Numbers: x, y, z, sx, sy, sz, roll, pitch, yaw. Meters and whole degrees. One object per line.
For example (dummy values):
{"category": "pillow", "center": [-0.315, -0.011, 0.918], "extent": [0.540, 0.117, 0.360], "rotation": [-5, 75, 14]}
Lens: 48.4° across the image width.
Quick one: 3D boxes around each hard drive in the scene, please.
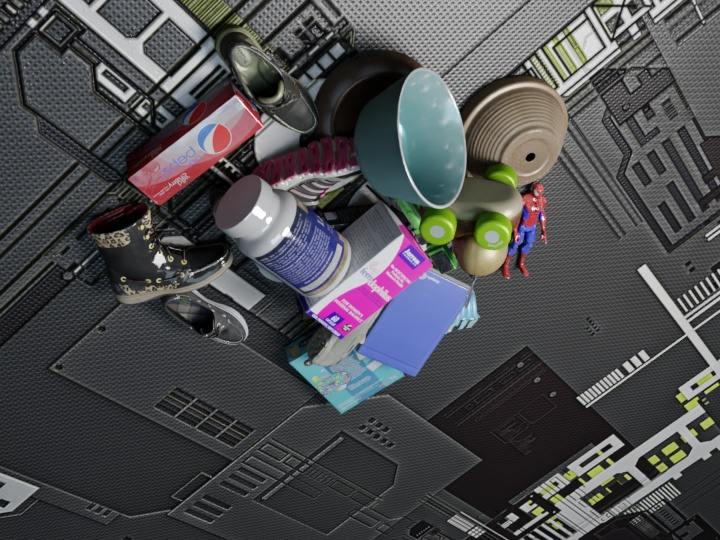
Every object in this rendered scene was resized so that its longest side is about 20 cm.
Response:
{"category": "hard drive", "center": [0.097, 0.089, 1.450], "extent": [0.132, 0.025, 0.200], "rotation": [25, 109, -22]}

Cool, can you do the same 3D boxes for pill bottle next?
{"category": "pill bottle", "center": [-0.116, -0.051, 1.206], "extent": [0.116, 0.116, 0.200], "rotation": [-40, 131, 13]}

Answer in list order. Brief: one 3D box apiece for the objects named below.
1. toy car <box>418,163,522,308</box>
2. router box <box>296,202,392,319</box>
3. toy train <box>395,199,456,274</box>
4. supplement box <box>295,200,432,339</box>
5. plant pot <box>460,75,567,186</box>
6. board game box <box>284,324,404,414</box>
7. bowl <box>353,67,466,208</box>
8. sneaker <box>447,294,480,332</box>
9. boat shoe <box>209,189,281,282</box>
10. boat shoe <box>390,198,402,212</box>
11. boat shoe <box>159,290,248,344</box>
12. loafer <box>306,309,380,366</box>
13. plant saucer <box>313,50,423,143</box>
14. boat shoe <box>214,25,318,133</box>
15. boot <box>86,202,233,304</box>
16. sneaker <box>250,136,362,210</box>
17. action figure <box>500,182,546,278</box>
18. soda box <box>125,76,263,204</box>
{"category": "toy car", "center": [0.171, -0.047, 1.273], "extent": [0.158, 0.164, 0.200], "rotation": [6, 130, 11]}
{"category": "router box", "center": [-0.028, -0.015, 1.382], "extent": [0.157, 0.052, 0.200], "rotation": [-7, 129, -16]}
{"category": "toy train", "center": [0.101, -0.077, 1.315], "extent": [0.042, 0.056, 0.200], "rotation": [-24, 117, 25]}
{"category": "supplement box", "center": [0.000, 0.000, 1.302], "extent": [0.200, 0.103, 0.101], "rotation": [-40, 132, 9]}
{"category": "plant pot", "center": [0.259, -0.208, 1.309], "extent": [0.201, 0.093, 0.201], "rotation": [-11, 129, -13]}
{"category": "board game box", "center": [-0.028, 0.176, 1.542], "extent": [0.151, 0.047, 0.200], "rotation": [-32, 131, 7]}
{"category": "bowl", "center": [0.064, -0.185, 1.169], "extent": [0.105, 0.201, 0.201], "rotation": [-4, 143, 35]}
{"category": "sneaker", "center": [0.155, 0.108, 1.537], "extent": [0.130, 0.080, 0.200], "rotation": [10, 124, -26]}
{"category": "boat shoe", "center": [-0.167, -0.059, 1.287], "extent": [0.071, 0.064, 0.200], "rotation": [-41, 130, -2]}
{"category": "boat shoe", "center": [0.149, -0.106, 1.365], "extent": [0.199, 0.068, 0.074], "rotation": [9, 123, -26]}
{"category": "boat shoe", "center": [-0.264, 0.083, 1.363], "extent": [0.070, 0.066, 0.200], "rotation": [-36, 131, 10]}
{"category": "loafer", "center": [-0.016, 0.097, 1.402], "extent": [0.070, 0.070, 0.200], "rotation": [17, 129, -39]}
{"category": "plant saucer", "center": [0.026, -0.239, 1.237], "extent": [0.200, 0.032, 0.200], "rotation": [-10, 131, -12]}
{"category": "boat shoe", "center": [-0.129, -0.257, 1.138], "extent": [0.072, 0.066, 0.201], "rotation": [-35, 130, 12]}
{"category": "boot", "center": [-0.312, -0.036, 1.249], "extent": [0.200, 0.073, 0.151], "rotation": [-16, 131, -1]}
{"category": "sneaker", "center": [-0.069, -0.143, 1.239], "extent": [0.200, 0.074, 0.087], "rotation": [-16, 145, 14]}
{"category": "action figure", "center": [0.305, -0.073, 1.468], "extent": [0.065, 0.052, 0.200], "rotation": [-4, 126, -13]}
{"category": "soda box", "center": [-0.242, -0.185, 1.157], "extent": [0.200, 0.063, 0.070], "rotation": [-36, 131, 9]}
